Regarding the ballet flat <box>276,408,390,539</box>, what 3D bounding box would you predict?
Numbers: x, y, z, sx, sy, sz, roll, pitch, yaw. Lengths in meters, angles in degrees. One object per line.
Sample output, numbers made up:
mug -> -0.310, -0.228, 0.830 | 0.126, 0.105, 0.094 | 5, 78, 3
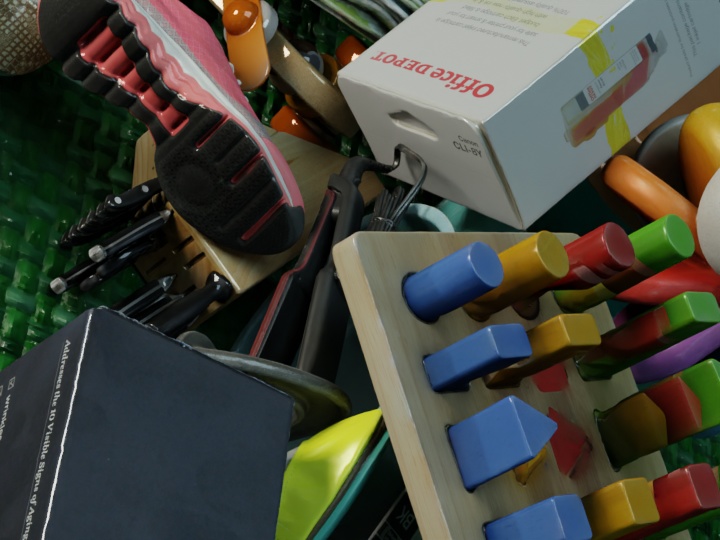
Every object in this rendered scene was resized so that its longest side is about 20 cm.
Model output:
ballet flat -> -0.056, 0.146, 1.007 | 0.067, 0.200, 0.067 | 29, 10, 4

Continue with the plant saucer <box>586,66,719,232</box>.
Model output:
plant saucer -> 0.210, -0.101, 1.311 | 0.200, 0.037, 0.201 | 19, 54, -30

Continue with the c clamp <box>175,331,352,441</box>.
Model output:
c clamp -> -0.112, 0.069, 1.032 | 0.171, 0.200, 0.027 | 32, 53, -43

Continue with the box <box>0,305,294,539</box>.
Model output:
box -> -0.145, 0.155, 0.947 | 0.124, 0.197, 0.200 | 26, 53, -27

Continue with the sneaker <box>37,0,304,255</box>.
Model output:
sneaker -> -0.090, -0.102, 1.136 | 0.200, 0.074, 0.087 | 51, 37, -8

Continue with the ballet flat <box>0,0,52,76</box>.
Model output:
ballet flat -> -0.176, -0.200, 1.211 | 0.070, 0.065, 0.200 | 36, 48, -18

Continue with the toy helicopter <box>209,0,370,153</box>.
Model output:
toy helicopter -> -0.073, -0.157, 1.250 | 0.200, 0.079, 0.132 | 46, 9, 16

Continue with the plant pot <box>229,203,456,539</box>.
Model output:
plant pot -> 0.043, 0.100, 1.155 | 0.196, 0.200, 0.200 | 42, 46, -26

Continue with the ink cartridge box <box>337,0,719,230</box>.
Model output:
ink cartridge box -> 0.108, -0.127, 1.186 | 0.200, 0.145, 0.084 | -39, 125, -20

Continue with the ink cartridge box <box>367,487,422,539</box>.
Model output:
ink cartridge box -> 0.034, 0.183, 1.063 | 0.099, 0.200, 0.039 | 32, 6, -34

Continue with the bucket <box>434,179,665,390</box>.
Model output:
bucket -> 0.137, 0.003, 1.314 | 0.207, 0.135, 0.208 | 20, 56, -32

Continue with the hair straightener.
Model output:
hair straightener -> 0.000, 0.000, 1.109 | 0.041, 0.077, 0.200 | 65, 35, -37

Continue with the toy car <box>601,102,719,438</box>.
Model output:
toy car -> 0.202, 0.011, 1.170 | 0.150, 0.175, 0.200 | -25, 106, -6

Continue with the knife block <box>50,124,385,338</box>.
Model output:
knife block -> -0.082, -0.004, 1.184 | 0.200, 0.064, 0.176 | 20, 56, -32

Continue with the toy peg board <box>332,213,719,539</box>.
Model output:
toy peg board -> 0.111, 0.059, 1.007 | 0.199, 0.098, 0.200 | 0, 66, -49

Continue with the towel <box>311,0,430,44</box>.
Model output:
towel -> -0.033, -0.210, 1.274 | 0.171, 0.048, 0.200 | 30, 13, -38
